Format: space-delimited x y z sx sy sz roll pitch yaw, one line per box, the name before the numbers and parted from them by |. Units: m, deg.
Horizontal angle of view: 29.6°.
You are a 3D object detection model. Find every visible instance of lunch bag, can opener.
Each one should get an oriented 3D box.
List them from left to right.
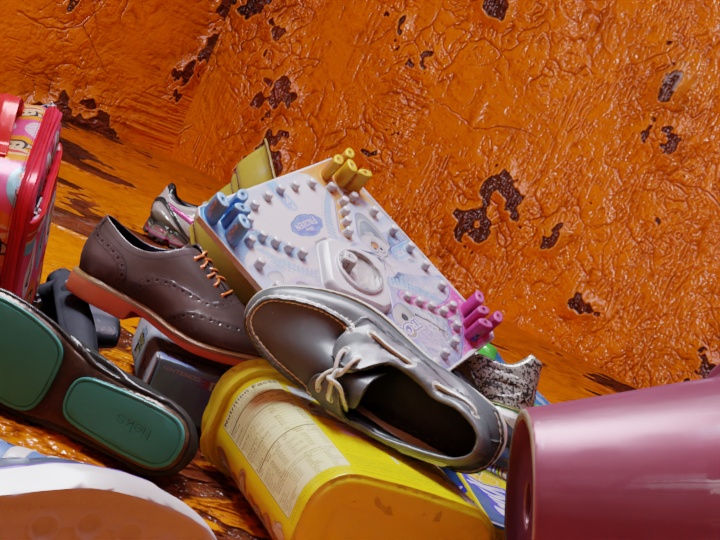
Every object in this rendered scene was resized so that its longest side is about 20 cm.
lunch bag | -0.275 -0.050 1.029 0.082 0.177 0.200 11 23 -10
can opener | -0.226 0.044 1.074 0.078 0.064 0.200 -2 13 -13

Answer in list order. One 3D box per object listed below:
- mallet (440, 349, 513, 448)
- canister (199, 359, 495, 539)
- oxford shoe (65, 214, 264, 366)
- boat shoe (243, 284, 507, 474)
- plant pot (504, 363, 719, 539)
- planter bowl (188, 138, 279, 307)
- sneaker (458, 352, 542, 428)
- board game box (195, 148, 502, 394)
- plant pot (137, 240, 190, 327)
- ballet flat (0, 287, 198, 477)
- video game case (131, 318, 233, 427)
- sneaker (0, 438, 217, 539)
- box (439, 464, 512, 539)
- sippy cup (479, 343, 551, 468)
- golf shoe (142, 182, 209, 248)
mallet | 0.123 0.137 1.028 0.200 0.041 0.066 48 -4 3
canister | -0.013 0.142 0.918 0.148 0.087 0.200 21 7 -25
oxford shoe | -0.125 0.021 1.049 0.200 0.073 0.071 23 4 2
boat shoe | 0.005 0.068 0.894 0.200 0.073 0.062 31 6 13
plant pot | 0.184 0.152 0.834 0.178 0.201 0.200 2 6 -2
planter bowl | -0.094 -0.003 1.141 0.083 0.201 0.200 -15 8 -2
sneaker | 0.063 0.079 1.128 0.200 0.089 0.077 19 -13 19
board game box | 0.000 0.000 1.024 0.200 0.026 0.200 48 32 9
plant pot | -0.080 0.038 1.317 0.200 0.187 0.187 37 2 -12
ballet flat | -0.198 0.078 0.918 0.200 0.068 0.068 34 -4 4
video game case | -0.087 0.102 1.123 0.200 0.046 0.181 22 4 -14
sneaker | -0.177 0.099 0.649 0.200 0.081 0.146 14 14 -32
box | 0.091 0.191 0.993 0.070 0.064 0.200 22 6 -9
sippy cup | 0.124 0.152 1.228 0.130 0.140 0.178 34 24 3
golf shoe | -0.215 -0.056 2.003 0.200 0.092 0.073 24 4 -3
